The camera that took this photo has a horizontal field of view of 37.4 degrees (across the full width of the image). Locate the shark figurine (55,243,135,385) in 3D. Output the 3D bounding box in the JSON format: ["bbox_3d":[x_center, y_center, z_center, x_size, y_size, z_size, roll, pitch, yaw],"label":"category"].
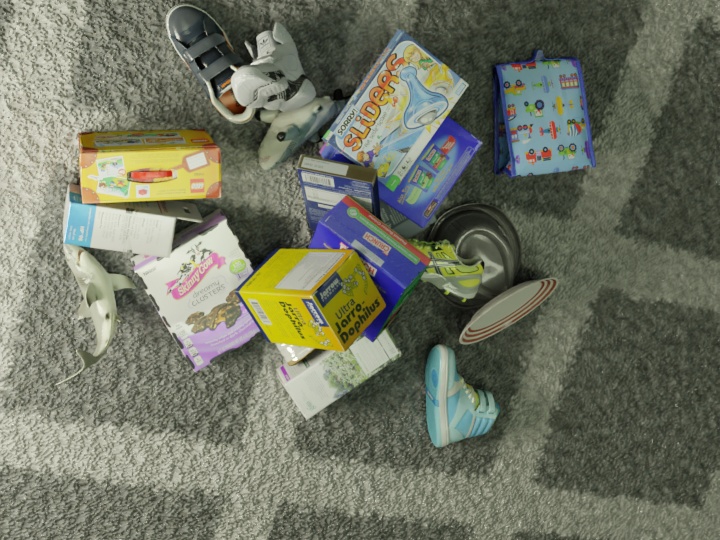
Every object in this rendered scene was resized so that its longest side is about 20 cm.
[{"bbox_3d":[-0.419,0.076,1.652,0.089,0.217,0.128,-23,154,32],"label":"shark figurine"}]

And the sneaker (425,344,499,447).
[{"bbox_3d":[0.185,0.213,1.889,0.129,0.080,0.202,-8,119,-12],"label":"sneaker"}]

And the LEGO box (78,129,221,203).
[{"bbox_3d":[-0.315,-0.157,1.578,0.198,0.149,0.078,-4,108,-15],"label":"LEGO box"}]

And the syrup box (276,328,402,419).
[{"bbox_3d":[-0.037,0.155,1.800,0.199,0.081,0.079,-33,112,-3],"label":"syrup box"}]

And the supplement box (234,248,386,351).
[{"bbox_3d":[-0.078,0.042,1.627,0.109,0.199,0.110,-46,119,-29],"label":"supplement box"}]

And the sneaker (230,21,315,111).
[{"bbox_3d":[-0.142,-0.303,1.565,0.075,0.200,0.116,-25,82,23],"label":"sneaker"}]

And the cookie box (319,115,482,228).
[{"bbox_3d":[0.063,-0.196,1.682,0.199,0.075,0.172,33,96,-23],"label":"cookie box"}]

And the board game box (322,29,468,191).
[{"bbox_3d":[0.053,-0.241,1.606,0.135,0.034,0.201,33,94,-22],"label":"board game box"}]

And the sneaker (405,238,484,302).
[{"bbox_3d":[0.110,-0.022,1.723,0.198,0.075,0.077,23,105,-18],"label":"sneaker"}]

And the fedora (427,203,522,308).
[{"bbox_3d":[0.205,-0.015,1.811,0.176,0.090,0.201,-30,113,-5],"label":"fedora"}]

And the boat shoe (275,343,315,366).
[{"bbox_3d":[-0.057,0.075,1.775,0.199,0.071,0.070,-37,88,-15],"label":"boat shoe"}]

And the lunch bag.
[{"bbox_3d":[0.300,-0.265,1.769,0.149,0.094,0.202,-7,100,-11],"label":"lunch bag"}]

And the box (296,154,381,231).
[{"bbox_3d":[-0.030,-0.109,1.668,0.120,0.200,0.033,12,65,9],"label":"box"}]

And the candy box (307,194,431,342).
[{"bbox_3d":[0.000,0.000,1.667,0.169,0.200,0.077,39,61,6],"label":"candy box"}]

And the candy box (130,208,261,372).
[{"bbox_3d":[-0.246,0.031,1.702,0.167,0.072,0.201,-30,114,-6],"label":"candy box"}]

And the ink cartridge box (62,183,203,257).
[{"bbox_3d":[-0.347,-0.072,1.614,0.198,0.116,0.067,8,105,-18],"label":"ink cartridge box"}]

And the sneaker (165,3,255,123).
[{"bbox_3d":[-0.218,-0.311,1.598,0.078,0.079,0.201,-36,112,-2],"label":"sneaker"}]

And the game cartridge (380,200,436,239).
[{"bbox_3d":[0.030,-0.136,1.751,0.133,0.040,0.201,-30,113,-9],"label":"game cartridge"}]

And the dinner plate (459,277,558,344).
[{"bbox_3d":[0.251,0.064,1.824,0.199,0.200,0.024,-29,73,-6],"label":"dinner plate"}]

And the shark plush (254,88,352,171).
[{"bbox_3d":[-0.083,-0.236,1.690,0.200,0.091,0.084,-39,136,-24],"label":"shark plush"}]
